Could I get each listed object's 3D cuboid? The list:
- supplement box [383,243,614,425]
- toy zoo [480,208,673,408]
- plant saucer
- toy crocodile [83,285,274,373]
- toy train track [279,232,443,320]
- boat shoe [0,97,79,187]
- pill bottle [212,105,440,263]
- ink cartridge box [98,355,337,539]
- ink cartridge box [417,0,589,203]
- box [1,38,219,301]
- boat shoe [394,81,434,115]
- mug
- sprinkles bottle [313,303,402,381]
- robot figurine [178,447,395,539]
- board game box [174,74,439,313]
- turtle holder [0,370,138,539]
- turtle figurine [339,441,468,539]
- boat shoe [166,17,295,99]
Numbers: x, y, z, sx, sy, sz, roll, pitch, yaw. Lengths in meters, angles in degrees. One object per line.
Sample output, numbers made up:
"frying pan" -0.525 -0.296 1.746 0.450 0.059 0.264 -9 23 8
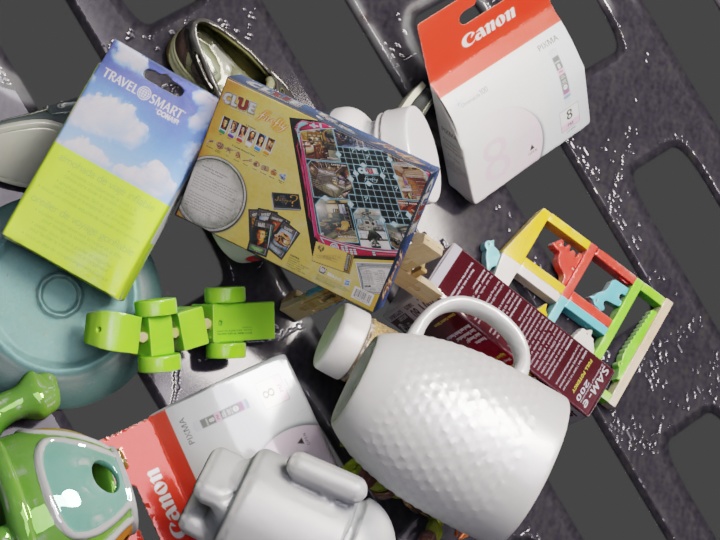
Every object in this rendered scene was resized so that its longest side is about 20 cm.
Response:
"supplement box" 0.131 0.070 1.620 0.200 0.109 0.061 37 64 -7
"toy zoo" 0.204 0.029 1.699 0.200 0.020 0.131 36 72 -9
"plant saucer" -0.275 0.025 1.540 0.199 0.036 0.201 3 79 -17
"toy crocodile" -0.159 0.052 1.545 0.200 0.062 0.068 -8 96 -42
"toy train track" 0.000 0.000 1.554 0.115 0.200 0.033 34 51 -29
"boat shoe" -0.262 -0.125 1.570 0.199 0.073 0.062 -7 39 -12
"pill bottle" -0.034 -0.083 1.544 0.199 0.120 0.120 -12 82 19
"ink cartridge box" -0.126 0.190 1.543 0.200 0.057 0.163 -24 88 -25
"ink cartridge box" 0.143 -0.186 1.643 0.162 0.200 0.057 -35 50 -20
"box" -0.216 -0.088 1.507 0.122 0.048 0.200 29 86 -3
"boat shoe" 0.028 -0.087 1.638 0.067 0.072 0.200 27 81 -6
"mug" 0.080 0.115 1.487 0.175 0.148 0.200 28 63 -5
"sprinkles bottle" 0.057 0.103 1.578 0.200 0.068 0.068 28 73 -10
"robot figurine" -0.054 0.229 1.468 0.200 0.170 0.113 27 36 -1
"board game box" -0.047 -0.068 1.468 0.200 0.035 0.136 27 106 12
"turtle holder" -0.272 0.195 1.468 0.131 0.141 0.186 -15 40 -20
"turtle figurine" 0.052 0.208 1.560 0.161 0.064 0.200 32 57 -26
"boat shoe" -0.101 -0.159 1.613 0.201 0.066 0.072 46 70 -5
